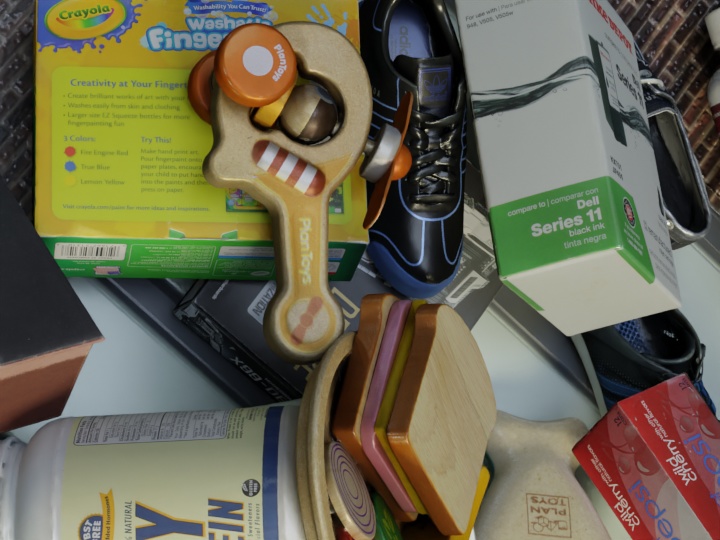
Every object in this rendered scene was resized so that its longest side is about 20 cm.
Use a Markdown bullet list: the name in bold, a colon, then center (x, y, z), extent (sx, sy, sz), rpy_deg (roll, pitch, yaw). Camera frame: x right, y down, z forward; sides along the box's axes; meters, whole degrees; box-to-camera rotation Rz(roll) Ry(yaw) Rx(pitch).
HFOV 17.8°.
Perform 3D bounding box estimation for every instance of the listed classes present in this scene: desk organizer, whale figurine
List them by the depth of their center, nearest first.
- **desk organizer**: center (-0.236, -0.005, 1.335), extent (0.072, 0.077, 0.200), rpy_deg (-15, 59, -37)
- **whale figurine**: center (0.109, 0.190, 1.479), extent (0.158, 0.104, 0.201), rpy_deg (5, 56, -8)

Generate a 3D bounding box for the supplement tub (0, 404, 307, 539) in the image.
- **supplement tub**: center (-0.118, 0.154, 1.327), extent (0.199, 0.145, 0.146), rpy_deg (-3, 82, 3)

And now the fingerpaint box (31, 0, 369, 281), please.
- **fingerpaint box**: center (-0.100, -0.083, 1.406), extent (0.199, 0.073, 0.168), rpy_deg (0, 70, -10)

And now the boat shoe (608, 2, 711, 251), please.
- **boat shoe**: center (0.182, -0.108, 1.561), extent (0.071, 0.068, 0.201), rpy_deg (-20, 89, -24)

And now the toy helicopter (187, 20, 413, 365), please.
- **toy helicopter**: center (-0.026, -0.046, 1.339), extent (0.132, 0.079, 0.201), rpy_deg (1, 81, -19)

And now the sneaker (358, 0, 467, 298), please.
- **sneaker**: center (0.034, -0.086, 1.438), extent (0.070, 0.078, 0.201), rpy_deg (-7, 83, -23)

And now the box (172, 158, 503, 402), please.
- **box**: center (0.000, 0.000, 1.478), extent (0.158, 0.050, 0.200), rpy_deg (41, 68, -10)

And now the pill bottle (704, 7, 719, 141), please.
- **pill bottle**: center (0.304, -0.092, 1.584), extent (0.113, 0.113, 0.201), rpy_deg (-15, 87, -23)

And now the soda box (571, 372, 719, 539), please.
- **soda box**: center (0.223, 0.169, 1.451), extent (0.070, 0.063, 0.200), rpy_deg (-19, 68, -38)

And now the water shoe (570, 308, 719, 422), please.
- **water shoe**: center (0.197, 0.078, 1.531), extent (0.071, 0.079, 0.201), rpy_deg (-32, 94, -23)

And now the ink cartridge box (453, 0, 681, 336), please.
- **ink cartridge box**: center (0.131, -0.078, 1.450), extent (0.083, 0.147, 0.201), rpy_deg (-15, 70, 19)

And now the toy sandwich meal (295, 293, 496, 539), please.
- **toy sandwich meal**: center (0.029, 0.118, 1.304), extent (0.070, 0.205, 0.206), rpy_deg (-10, 84, 21)

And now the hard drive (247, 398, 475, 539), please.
- **hard drive**: center (-0.034, 0.145, 1.409), extent (0.199, 0.026, 0.133), rpy_deg (-10, 85, 2)
